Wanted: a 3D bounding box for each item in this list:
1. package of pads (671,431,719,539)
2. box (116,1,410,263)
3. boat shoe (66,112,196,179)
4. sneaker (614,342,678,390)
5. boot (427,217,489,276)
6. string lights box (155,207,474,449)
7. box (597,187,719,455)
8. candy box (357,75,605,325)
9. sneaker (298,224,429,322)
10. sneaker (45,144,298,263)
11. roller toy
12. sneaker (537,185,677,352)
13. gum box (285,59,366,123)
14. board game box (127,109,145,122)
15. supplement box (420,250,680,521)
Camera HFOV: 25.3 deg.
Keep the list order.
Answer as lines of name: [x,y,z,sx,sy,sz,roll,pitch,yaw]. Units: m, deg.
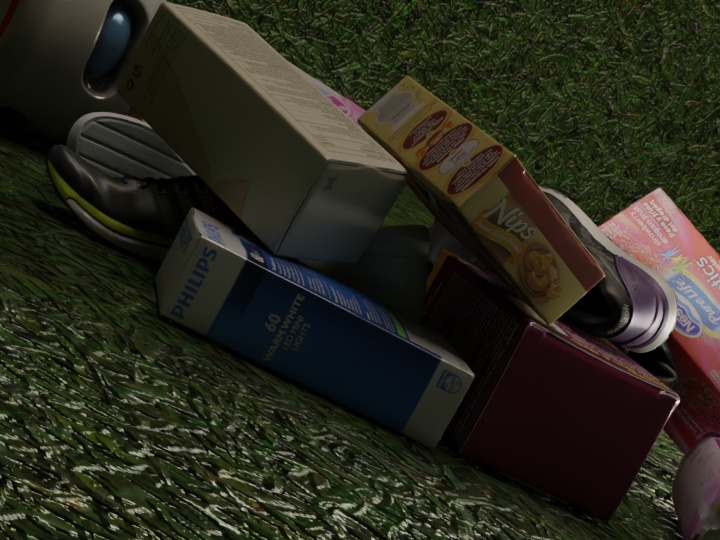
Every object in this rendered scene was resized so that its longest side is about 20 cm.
package of pads: [0.299,0.188,1.193,0.120,0.076,0.200,29,7,4]
box: [-0.069,-0.096,1.107,0.095,0.078,0.200,7,31,-50]
boat shoe: [-0.157,-0.059,1.251,0.200,0.074,0.067,35,-13,-37]
sneaker: [0.190,0.084,1.311,0.076,0.200,0.115,-17,60,-26]
boot: [0.083,0.038,1.374,0.200,0.065,0.166,-52,122,-70]
string lights box: [-0.032,0.035,1.050,0.199,0.059,0.103,27,7,-13]
box: [0.265,0.046,1.345,0.200,0.095,0.100,52,-29,14]
candy box: [0.079,-0.053,1.110,0.116,0.055,0.200,48,1,-29]
sneaker: [-0.028,0.014,1.190,0.075,0.089,0.199,-4,1,-39]
sneaker: [-0.129,-0.044,1.142,0.199,0.081,0.074,27,7,-13]
roller toy: [-0.257,-0.203,1.364,0.139,0.200,0.183,23,44,-36]
sneaker: [0.134,-0.014,1.167,0.200,0.076,0.087,34,15,38]
gum box: [-0.054,-0.120,1.386,0.199,0.066,0.113,33,22,20]
board game box: [-0.137,-0.098,1.408,0.152,0.040,0.200,22,26,-26]
supplement box: [0.116,0.077,1.151,0.130,0.104,0.200,27,6,-19]
